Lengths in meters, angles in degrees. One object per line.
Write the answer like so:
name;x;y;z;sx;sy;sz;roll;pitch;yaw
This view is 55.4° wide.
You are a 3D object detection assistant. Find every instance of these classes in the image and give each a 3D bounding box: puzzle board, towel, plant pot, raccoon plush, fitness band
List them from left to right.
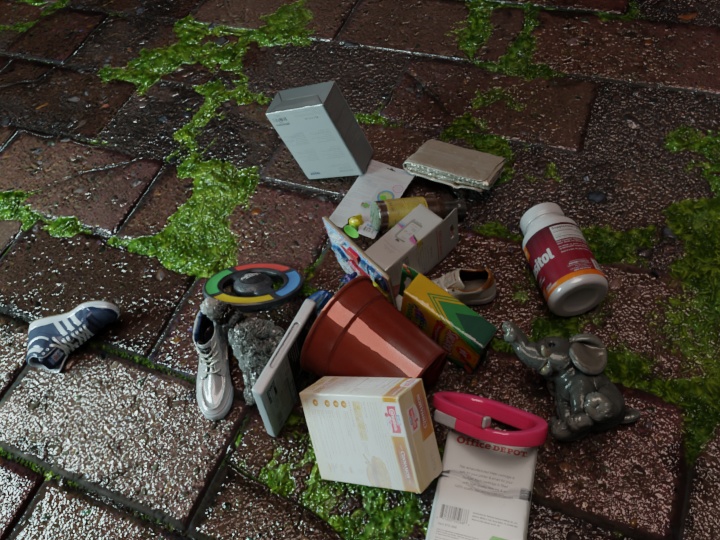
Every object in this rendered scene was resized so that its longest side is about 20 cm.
raccoon plush;-0.223;0.156;1.250;0.198;0.097;0.135;24;51;-10
puzzle board;0.000;0.000;1.310;0.017;0.151;0.200;-36;56;-14
plant pot;0.032;0.147;1.186;0.194;0.202;0.201;34;66;20
towel;0.207;-0.228;1.487;0.198;0.035;0.133;20;41;23
fitness band;0.203;0.234;1.098;0.199;0.142;0.038;13;96;52

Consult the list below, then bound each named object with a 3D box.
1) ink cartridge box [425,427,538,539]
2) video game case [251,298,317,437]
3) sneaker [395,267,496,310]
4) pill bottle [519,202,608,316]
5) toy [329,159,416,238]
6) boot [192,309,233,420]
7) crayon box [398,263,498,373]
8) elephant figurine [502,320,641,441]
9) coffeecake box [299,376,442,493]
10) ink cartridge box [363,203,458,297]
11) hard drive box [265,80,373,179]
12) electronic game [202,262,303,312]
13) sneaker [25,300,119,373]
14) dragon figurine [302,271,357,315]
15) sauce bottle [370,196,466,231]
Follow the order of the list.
ink cartridge box;0.189;0.358;1.058;0.144;0.084;0.202;9;56;16
video game case;-0.120;0.171;1.180;0.023;0.201;0.183;22;61;15
sneaker;0.156;0.031;1.300;0.197;0.085;0.074;-13;54;5
pill bottle;0.371;-0.025;1.281;0.111;0.114;0.202;-15;52;0
toy;0.027;-0.145;1.473;0.114;0.048;0.201;20;55;21
boot;-0.283;0.169;1.277;0.072;0.096;0.202;-13;53;1
crayon box;0.138;0.086;1.213;0.199;0.127;0.051;36;67;17
elephant figurine;0.344;0.165;1.130;0.140;0.155;0.202;-27;60;18
coffeecake box;0.015;0.252;1.076;0.198;0.156;0.073;-5;13;38
ink cartridge box;0.104;-0.044;1.344;0.199;0.117;0.067;-40;58;-19
hard drive box;-0.086;-0.298;1.488;0.154;0.201;0.077;1;52;32
electronic game;-0.211;0.029;1.350;0.197;0.042;0.201;-2;23;1
sneaker;-0.577;0.135;1.373;0.197;0.070;0.109;-17;48;7
dragon figurine;-0.070;0.078;1.298;0.198;0.100;0.059;-29;54;-8
sauce bottle;0.120;-0.119;1.402;0.197;0.065;0.065;-6;51;-16
